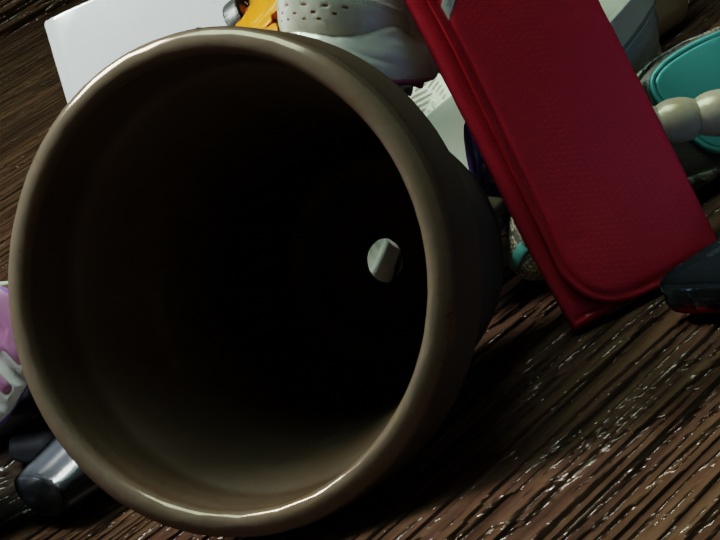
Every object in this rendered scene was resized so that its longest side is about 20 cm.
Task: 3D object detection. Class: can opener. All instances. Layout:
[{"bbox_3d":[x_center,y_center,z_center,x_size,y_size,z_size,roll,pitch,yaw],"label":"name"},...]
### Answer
[{"bbox_3d":[-0.150,0.071,1.401,0.078,0.064,0.200,-27,12,-18],"label":"can opener"}]

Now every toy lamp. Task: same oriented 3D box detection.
[{"bbox_3d":[0.145,-0.068,1.281,0.199,0.059,0.058,-9,10,-7],"label":"toy lamp"}]

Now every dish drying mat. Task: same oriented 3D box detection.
[{"bbox_3d":[0.079,-0.080,1.235,0.077,0.201,0.018,-27,2,-9],"label":"dish drying mat"}]

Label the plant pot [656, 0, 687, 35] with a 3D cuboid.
[{"bbox_3d":[0.089,-0.205,1.793,0.176,0.201,0.200,-10,1,-33],"label":"plant pot"}]

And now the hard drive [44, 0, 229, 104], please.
[{"bbox_3d":[-0.083,-0.065,1.540,0.131,0.201,0.026,-22,-16,17],"label":"hard drive"}]

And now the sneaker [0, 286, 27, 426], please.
[{"bbox_3d":[-0.219,0.079,1.396,0.200,0.081,0.088,-47,-12,21],"label":"sneaker"}]

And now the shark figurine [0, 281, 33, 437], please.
[{"bbox_3d":[-0.191,0.057,1.582,0.214,0.128,0.089,-42,-15,4],"label":"shark figurine"}]

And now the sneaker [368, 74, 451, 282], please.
[{"bbox_3d":[0.000,0.000,1.406,0.075,0.085,0.200,21,64,31],"label":"sneaker"}]

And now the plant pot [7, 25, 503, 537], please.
[{"bbox_3d":[-0.020,0.002,1.202,0.199,0.201,0.174,-20,-6,24],"label":"plant pot"}]

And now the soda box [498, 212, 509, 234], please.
[{"bbox_3d":[0.047,-0.123,1.475,0.063,0.200,0.071,-31,-12,-23],"label":"soda box"}]

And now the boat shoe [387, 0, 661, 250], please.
[{"bbox_3d":[0.086,-0.065,1.383,0.070,0.072,0.201,13,51,42],"label":"boat shoe"}]

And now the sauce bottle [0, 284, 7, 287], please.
[{"bbox_3d":[-0.154,0.031,1.500,0.199,0.065,0.065,-10,16,15],"label":"sauce bottle"}]

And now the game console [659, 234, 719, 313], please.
[{"bbox_3d":[0.214,-0.078,1.145,0.199,0.119,0.172,-31,13,-25],"label":"game console"}]

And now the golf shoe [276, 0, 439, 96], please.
[{"bbox_3d":[0.033,-0.129,1.300,0.075,0.092,0.200,1,8,34],"label":"golf shoe"}]

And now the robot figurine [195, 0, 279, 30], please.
[{"bbox_3d":[-0.057,-0.078,1.417,0.145,0.058,0.200,-37,26,21],"label":"robot figurine"}]

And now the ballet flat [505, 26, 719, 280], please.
[{"bbox_3d":[0.139,-0.056,1.368,0.200,0.068,0.075,-35,-11,-31],"label":"ballet flat"}]
